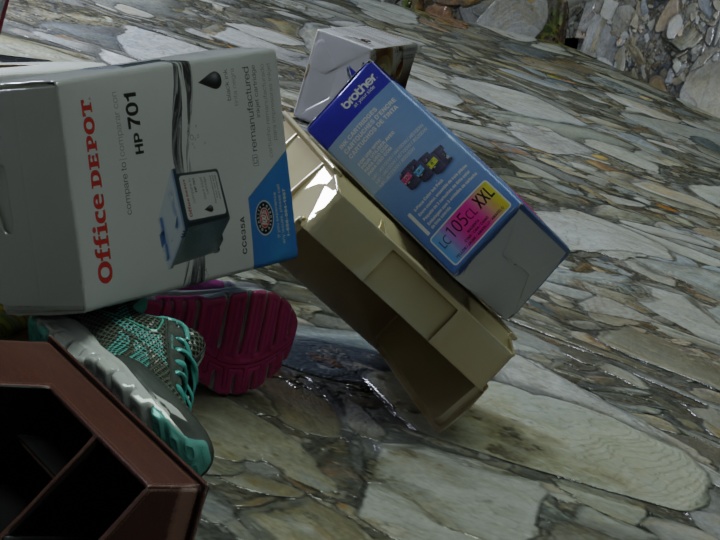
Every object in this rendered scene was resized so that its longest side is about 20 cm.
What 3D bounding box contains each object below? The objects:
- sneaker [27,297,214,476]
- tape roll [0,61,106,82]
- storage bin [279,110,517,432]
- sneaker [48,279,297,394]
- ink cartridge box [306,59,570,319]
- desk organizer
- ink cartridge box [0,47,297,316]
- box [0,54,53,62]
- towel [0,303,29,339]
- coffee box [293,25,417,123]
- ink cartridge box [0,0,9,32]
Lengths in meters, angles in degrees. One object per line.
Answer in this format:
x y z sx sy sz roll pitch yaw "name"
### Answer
-0.130 0.063 1.284 0.091 0.078 0.200 -22 34 -23 "sneaker"
-0.268 -0.069 1.428 0.202 0.140 0.203 -1 8 0 "tape roll"
0.000 0.000 1.553 0.200 0.094 0.199 43 4 -23 "storage bin"
-0.134 0.031 1.454 0.200 0.082 0.088 8 18 -39 "sneaker"
0.048 -0.068 1.542 0.200 0.076 0.136 44 3 25 "ink cartridge box"
-0.169 0.105 1.142 0.077 0.072 0.200 5 18 -36 "desk organizer"
-0.141 -0.060 1.353 0.086 0.147 0.200 0 11 39 "ink cartridge box"
-0.313 -0.119 1.763 0.122 0.106 0.200 29 18 38 "box"
-0.251 0.014 1.517 0.086 0.018 0.200 26 14 10 "towel"
-0.004 -0.240 2.625 0.080 0.115 0.200 21 13 14 "coffee box"
-0.428 -0.218 1.924 0.200 0.146 0.083 28 18 37 "ink cartridge box"
